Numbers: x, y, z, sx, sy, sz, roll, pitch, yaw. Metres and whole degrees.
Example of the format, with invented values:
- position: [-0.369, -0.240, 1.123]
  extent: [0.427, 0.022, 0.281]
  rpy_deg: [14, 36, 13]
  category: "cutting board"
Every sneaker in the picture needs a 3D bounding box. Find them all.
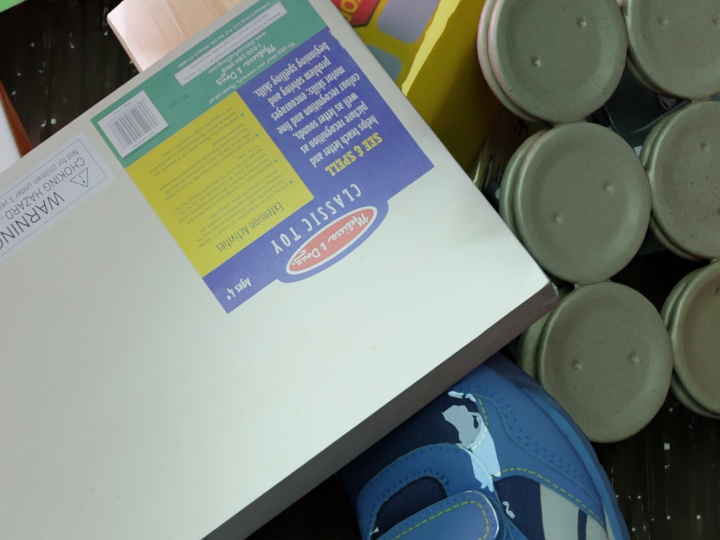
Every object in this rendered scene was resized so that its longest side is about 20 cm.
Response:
- position: [0.039, 0.104, 0.827]
  extent: [0.074, 0.082, 0.200]
  rpy_deg: [-37, 79, 39]
  category: "sneaker"

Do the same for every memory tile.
- position: [0.129, -0.034, 0.906]
  extent: [0.200, 0.017, 0.153]
  rpy_deg: [-12, 95, -29]
  category: "memory tile"

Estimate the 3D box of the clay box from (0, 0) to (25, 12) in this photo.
- position: [-0.174, -0.159, 1.045]
  extent: [0.115, 0.048, 0.200]
  rpy_deg: [-27, 66, -20]
  category: "clay box"

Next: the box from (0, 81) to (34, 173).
- position: [-0.122, 0.056, 0.915]
  extent: [0.097, 0.124, 0.200]
  rpy_deg: [-21, 66, -3]
  category: "box"

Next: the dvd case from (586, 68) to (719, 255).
- position: [0.118, -0.108, 0.975]
  extent: [0.146, 0.022, 0.200]
  rpy_deg: [-13, 66, -26]
  category: "dvd case"

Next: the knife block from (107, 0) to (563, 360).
- position: [0.000, 0.000, 0.951]
  extent: [0.200, 0.064, 0.176]
  rpy_deg: [8, 79, 23]
  category: "knife block"

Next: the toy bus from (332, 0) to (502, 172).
- position: [-0.008, -0.046, 0.895]
  extent: [0.078, 0.065, 0.200]
  rpy_deg: [27, 88, 25]
  category: "toy bus"

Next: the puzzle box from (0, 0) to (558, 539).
- position: [-0.058, 0.017, 0.831]
  extent: [0.200, 0.025, 0.133]
  rpy_deg: [-35, 68, -2]
  category: "puzzle box"
